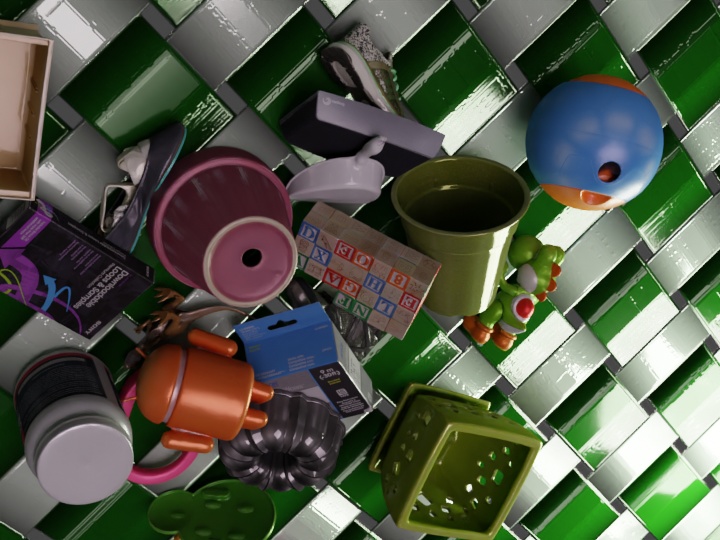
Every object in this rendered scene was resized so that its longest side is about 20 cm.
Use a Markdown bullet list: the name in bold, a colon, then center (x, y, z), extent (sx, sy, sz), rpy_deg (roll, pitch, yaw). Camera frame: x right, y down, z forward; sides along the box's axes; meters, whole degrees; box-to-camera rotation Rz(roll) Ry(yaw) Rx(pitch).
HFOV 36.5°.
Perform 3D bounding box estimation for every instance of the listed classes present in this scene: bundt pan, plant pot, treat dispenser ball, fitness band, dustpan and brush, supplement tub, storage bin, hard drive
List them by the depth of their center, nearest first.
- **storage bin**: center (-0.484, -0.200, 1.297), extent (0.198, 0.094, 0.200), rpy_deg (3, 113, -26)
- **plant pot**: center (-0.173, -0.045, 1.462), extent (0.200, 0.179, 0.200), rpy_deg (-10, 117, -19)
- **supplement tub**: center (-0.387, 0.208, 1.472), extent (0.140, 0.200, 0.141), rpy_deg (-10, 117, -20)
- **hard drive**: center (0.001, -0.182, 1.503), extent (0.200, 0.135, 0.042), rpy_deg (16, 71, -27)
- **dustpan and brush**: center (-0.010, -0.138, 1.508), extent (0.139, 0.200, 0.057), rpy_deg (2, 83, -25)
- **treat dispenser ball**: center (0.345, -0.189, 1.613), extent (0.201, 0.201, 0.201), rpy_deg (-10, 117, -20)
- **fitness band**: center (-0.297, 0.226, 1.620), extent (0.143, 0.037, 0.200), rpy_deg (13, 107, -28)
- **plant pot**: center (0.147, -0.039, 1.622), extent (0.200, 0.200, 0.190), rpy_deg (-17, 132, -16)
- **bundt pan**: center (-0.122, 0.268, 1.640), extent (0.201, 0.076, 0.202), rpy_deg (0, 138, 0)
- **plant pot**: center (0.140, 0.298, 1.766), extent (0.200, 0.181, 0.199), rpy_deg (17, 105, -29)

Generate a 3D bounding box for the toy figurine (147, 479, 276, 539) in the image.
- **toy figurine**: center (-0.225, 0.441, 1.711), extent (0.200, 0.150, 0.184), rpy_deg (4, 129, 8)

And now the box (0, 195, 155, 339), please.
- **box**: center (-0.393, 0.000, 1.440), extent (0.143, 0.036, 0.200), rpy_deg (-39, 128, 24)

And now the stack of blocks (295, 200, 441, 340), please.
- **stack of blocks**: center (0.000, 0.000, 1.561), extent (0.200, 0.059, 0.115), rpy_deg (28, 131, 4)

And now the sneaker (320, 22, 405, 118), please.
- **sneaker**: center (0.031, -0.262, 1.520), extent (0.089, 0.077, 0.200), rpy_deg (-54, 133, -18)

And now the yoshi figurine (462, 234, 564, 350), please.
- **yoshi figurine**: center (0.248, 0.024, 1.753), extent (0.112, 0.112, 0.200), rpy_deg (37, 114, 6)

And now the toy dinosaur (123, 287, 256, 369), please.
- **toy dinosaur**: center (-0.259, 0.069, 1.562), extent (0.200, 0.060, 0.106), rpy_deg (-26, 148, -8)

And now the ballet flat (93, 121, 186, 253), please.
- **ballet flat**: center (-0.298, -0.114, 1.439), extent (0.073, 0.073, 0.200), rpy_deg (20, 107, -30)

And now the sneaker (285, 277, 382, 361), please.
- **sneaker**: center (-0.031, 0.058, 1.639), extent (0.114, 0.076, 0.199), rpy_deg (-41, 126, -4)

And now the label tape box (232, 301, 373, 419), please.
- **label tape box**: center (-0.085, 0.147, 1.610), extent (0.144, 0.063, 0.200), rpy_deg (-16, 134, 16)

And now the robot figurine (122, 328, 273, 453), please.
- **robot figurine**: center (-0.225, 0.167, 1.522), extent (0.200, 0.117, 0.144), rpy_deg (16, 112, -15)
